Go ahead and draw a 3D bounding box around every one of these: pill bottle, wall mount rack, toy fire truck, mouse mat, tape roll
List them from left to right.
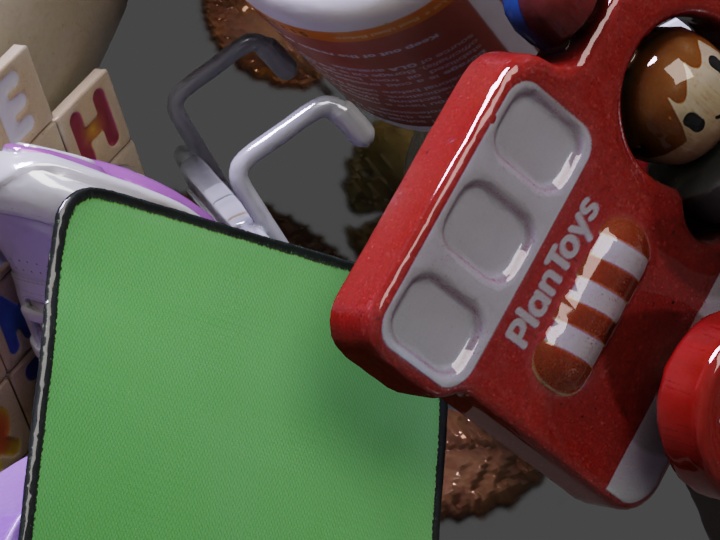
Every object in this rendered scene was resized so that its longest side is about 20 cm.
[{"bbox_3d":[-0.055,0.147,0.841,0.200,0.066,0.200,10,71,-33],"label":"tape roll"},{"bbox_3d":[-0.039,0.083,0.826,0.161,0.008,0.200,17,67,-32],"label":"mouse mat"},{"bbox_3d":[0.000,0.000,0.975,0.075,0.200,0.174,-35,113,-4],"label":"wall mount rack"},{"bbox_3d":[0.021,-0.117,0.963,0.112,0.200,0.112,-4,76,16],"label":"pill bottle"},{"bbox_3d":[0.094,-0.022,0.871,0.168,0.112,0.200,37,77,-33],"label":"toy fire truck"}]

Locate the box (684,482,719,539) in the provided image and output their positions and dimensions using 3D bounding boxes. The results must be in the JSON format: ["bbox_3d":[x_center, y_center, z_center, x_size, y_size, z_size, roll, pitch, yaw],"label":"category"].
[{"bbox_3d":[0.224,-0.008,1.031,0.164,0.200,0.166,-4,55,-23],"label":"box"}]

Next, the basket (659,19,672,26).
[{"bbox_3d":[0.100,-0.186,1.140,0.200,0.176,0.139,47,43,6],"label":"basket"}]

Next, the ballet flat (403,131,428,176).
[{"bbox_3d":[0.078,-0.007,1.038,0.067,0.062,0.200,-23,50,-25],"label":"ballet flat"}]

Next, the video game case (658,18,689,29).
[{"bbox_3d":[0.213,-0.122,1.098,0.017,0.143,0.200,65,19,8],"label":"video game case"}]

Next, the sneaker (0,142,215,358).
[{"bbox_3d":[-0.080,0.034,0.906,0.075,0.200,0.100,8,59,37],"label":"sneaker"}]

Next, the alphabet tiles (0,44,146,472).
[{"bbox_3d":[-0.132,0.025,0.904,0.008,0.167,0.200,10,44,32],"label":"alphabet tiles"}]

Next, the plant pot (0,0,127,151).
[{"bbox_3d":[-0.198,-0.042,0.931,0.187,0.187,0.200,16,64,-8],"label":"plant pot"}]
